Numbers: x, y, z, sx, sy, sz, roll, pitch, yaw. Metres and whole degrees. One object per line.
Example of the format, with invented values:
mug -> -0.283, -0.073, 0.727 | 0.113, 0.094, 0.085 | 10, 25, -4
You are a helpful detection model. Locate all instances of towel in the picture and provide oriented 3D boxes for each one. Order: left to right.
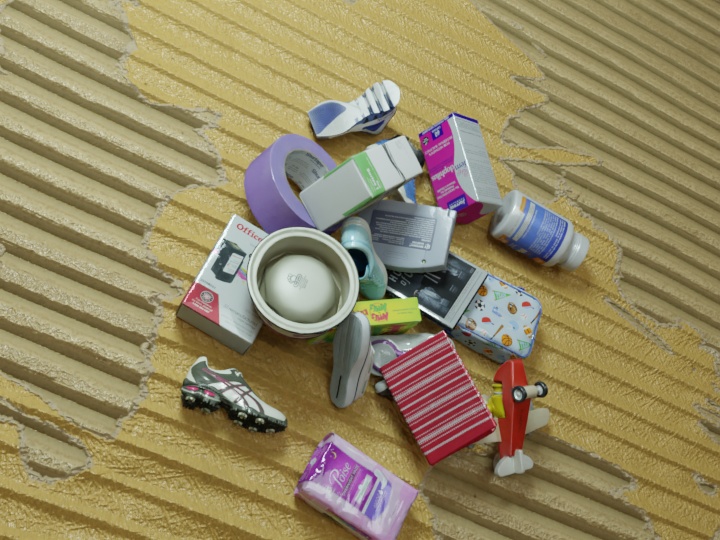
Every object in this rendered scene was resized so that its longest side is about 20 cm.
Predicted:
towel -> 0.140, 0.231, 1.439 | 0.143, 0.022, 0.202 | -29, 79, 2

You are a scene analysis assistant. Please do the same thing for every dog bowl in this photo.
dog bowl -> -0.104, 0.030, 1.381 | 0.196, 0.074, 0.204 | 6, 63, -12

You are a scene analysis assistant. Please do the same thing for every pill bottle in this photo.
pill bottle -> 0.386, -0.078, 1.707 | 0.197, 0.112, 0.114 | 28, 62, -10

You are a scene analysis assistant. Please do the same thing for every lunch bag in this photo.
lunch bag -> 0.272, 0.090, 1.619 | 0.197, 0.076, 0.162 | 27, 60, -10

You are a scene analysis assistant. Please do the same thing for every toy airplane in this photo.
toy airplane -> 0.272, 0.290, 1.523 | 0.200, 0.140, 0.201 | -49, 127, -17

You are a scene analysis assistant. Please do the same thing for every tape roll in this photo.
tape roll -> -0.117, -0.148, 1.503 | 0.198, 0.084, 0.203 | 28, 47, -35

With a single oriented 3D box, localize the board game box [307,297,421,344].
board game box -> 0.004, 0.095, 1.492 | 0.196, 0.102, 0.049 | -3, 71, -23

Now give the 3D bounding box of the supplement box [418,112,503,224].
supplement box -> 0.211, -0.212, 1.676 | 0.102, 0.100, 0.204 | 3, 67, -49

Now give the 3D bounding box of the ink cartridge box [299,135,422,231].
ink cartridge box -> 0.005, -0.162, 1.463 | 0.199, 0.145, 0.085 | -31, 92, -53

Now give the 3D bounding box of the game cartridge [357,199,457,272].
game cartridge -> 0.082, -0.067, 1.563 | 0.196, 0.041, 0.136 | 10, 72, 18

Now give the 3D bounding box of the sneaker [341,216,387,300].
sneaker -> 0.000, 0.000, 1.474 | 0.072, 0.202, 0.083 | -6, 45, 18

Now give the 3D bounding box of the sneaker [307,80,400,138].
sneaker -> -0.004, -0.314, 1.659 | 0.196, 0.115, 0.082 | -20, 74, 3

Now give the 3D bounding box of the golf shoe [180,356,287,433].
golf shoe -> -0.210, 0.217, 1.376 | 0.197, 0.077, 0.089 | 25, 56, -12

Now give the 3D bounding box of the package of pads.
package of pads -> -0.005, 0.388, 1.392 | 0.198, 0.076, 0.121 | 35, 59, -6

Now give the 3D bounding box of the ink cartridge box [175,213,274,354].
ink cartridge box -> -0.221, 0.023, 1.439 | 0.144, 0.083, 0.202 | 30, 62, -9

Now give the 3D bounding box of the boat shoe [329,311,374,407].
boat shoe -> -0.009, 0.154, 1.432 | 0.066, 0.203, 0.073 | -17, 45, -40

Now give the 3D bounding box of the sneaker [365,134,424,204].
sneaker -> 0.103, -0.191, 1.654 | 0.110, 0.077, 0.202 | -27, 75, -18

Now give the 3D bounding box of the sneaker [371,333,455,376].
sneaker -> 0.080, 0.159, 1.522 | 0.195, 0.100, 0.077 | -1, 90, 0

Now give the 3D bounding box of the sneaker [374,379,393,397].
sneaker -> 0.123, 0.234, 1.506 | 0.196, 0.077, 0.084 | -1, 80, -20

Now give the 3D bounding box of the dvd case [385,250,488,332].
dvd case -> 0.133, 0.014, 1.576 | 0.198, 0.025, 0.151 | 30, 63, 15
